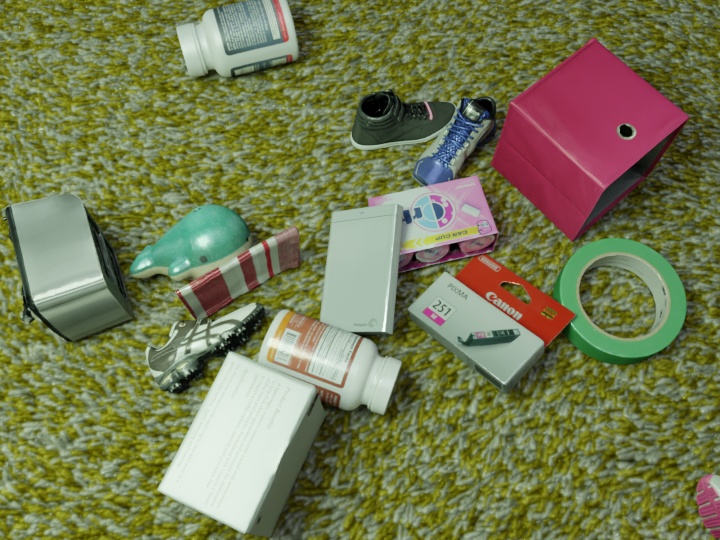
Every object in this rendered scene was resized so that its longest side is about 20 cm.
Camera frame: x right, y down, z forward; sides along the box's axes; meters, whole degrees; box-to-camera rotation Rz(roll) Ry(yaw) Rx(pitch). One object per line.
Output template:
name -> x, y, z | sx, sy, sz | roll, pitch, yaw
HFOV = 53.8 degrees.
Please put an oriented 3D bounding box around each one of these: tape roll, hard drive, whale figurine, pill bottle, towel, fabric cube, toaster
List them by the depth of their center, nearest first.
pill bottle -> -0.044, 0.142, 1.063 | 0.200, 0.112, 0.112 | 20, 70, 7
toaster -> -0.439, 0.004, 1.077 | 0.118, 0.181, 0.200 | -19, 69, -9
towel -> -0.181, 0.008, 1.097 | 0.200, 0.144, 0.023 | -30, 76, -12
hard drive -> 0.000, 0.000, 1.113 | 0.132, 0.027, 0.201 | -4, 74, 37
whale figurine -> -0.273, -0.043, 1.121 | 0.199, 0.104, 0.159 | -9, 27, 15
tape roll -> 0.413, 0.048, 1.137 | 0.200, 0.048, 0.201 | 0, 69, 0
fabric cube -> 0.363, -0.209, 1.155 | 0.196, 0.200, 0.199 | -38, 73, -13
pill bottle -> -0.220, -0.416, 1.275 | 0.199, 0.120, 0.120 | -16, 70, -7

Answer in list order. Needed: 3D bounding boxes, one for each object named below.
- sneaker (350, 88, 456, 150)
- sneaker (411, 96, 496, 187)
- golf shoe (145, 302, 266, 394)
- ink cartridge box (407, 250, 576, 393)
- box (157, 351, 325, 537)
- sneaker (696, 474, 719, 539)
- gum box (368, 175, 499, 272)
sneaker -> 0.080, -0.272, 1.232 | 0.200, 0.099, 0.071 | -15, 68, -8
sneaker -> 0.166, -0.231, 1.208 | 0.081, 0.115, 0.199 | 38, 73, 14
golf shoe -> -0.242, 0.098, 1.098 | 0.200, 0.078, 0.095 | -37, 73, -15
ink cartridge box -> 0.204, 0.066, 1.104 | 0.174, 0.044, 0.200 | -44, 59, -14
box -> -0.151, 0.245, 0.975 | 0.130, 0.200, 0.199 | 22, 70, 10
sneaker -> 0.561, 0.367, 1.002 | 0.088, 0.081, 0.200 | -35, 81, -14
gum box -> 0.111, -0.074, 1.166 | 0.199, 0.066, 0.114 | -12, 63, -4
